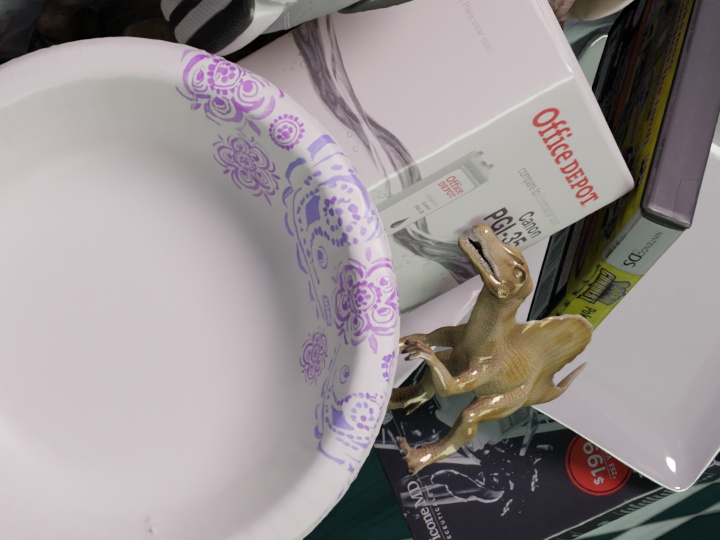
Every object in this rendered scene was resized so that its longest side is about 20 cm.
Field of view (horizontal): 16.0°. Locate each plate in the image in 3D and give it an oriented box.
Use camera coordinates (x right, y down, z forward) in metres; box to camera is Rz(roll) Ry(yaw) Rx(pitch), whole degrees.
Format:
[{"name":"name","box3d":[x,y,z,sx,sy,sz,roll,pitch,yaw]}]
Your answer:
[{"name":"plate","box3d":[0.152,-0.005,1.394,0.201,0.199,0.032,-56,-163,14]}]

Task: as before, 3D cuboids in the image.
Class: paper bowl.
[{"name":"paper bowl","box3d":[-0.085,0.021,0.944,0.199,0.202,0.104,-22,176,-2]}]

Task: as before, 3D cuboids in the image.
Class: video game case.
[{"name":"video game case","box3d":[0.135,-0.073,1.210,0.025,0.201,0.181,21,154,-6]}]

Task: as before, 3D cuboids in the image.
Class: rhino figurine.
[{"name":"rhino figurine","box3d":[-0.053,-0.099,1.078,0.199,0.060,0.087,-13,158,-34]}]

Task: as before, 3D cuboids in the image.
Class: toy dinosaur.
[{"name":"toy dinosaur","box3d":[0.058,0.048,1.136,0.101,0.059,0.200,-24,155,4]}]

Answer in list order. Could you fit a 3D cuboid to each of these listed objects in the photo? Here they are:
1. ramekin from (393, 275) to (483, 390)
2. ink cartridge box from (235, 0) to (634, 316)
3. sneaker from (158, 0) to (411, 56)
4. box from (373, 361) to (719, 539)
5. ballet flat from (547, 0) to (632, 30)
[{"name":"ramekin","box3d":[0.000,0.000,1.268,0.201,0.098,0.200,-47,180,0]},{"name":"ink cartridge box","box3d":[0.002,-0.043,1.071,0.199,0.083,0.147,-29,158,6]},{"name":"sneaker","box3d":[0.019,-0.142,0.907,0.115,0.076,0.200,-14,172,-42]},{"name":"box","box3d":[0.094,0.063,1.518,0.181,0.201,0.104,-26,170,11]},{"name":"ballet flat","box3d":[0.108,-0.151,1.096,0.067,0.068,0.200,28,154,-12]}]
